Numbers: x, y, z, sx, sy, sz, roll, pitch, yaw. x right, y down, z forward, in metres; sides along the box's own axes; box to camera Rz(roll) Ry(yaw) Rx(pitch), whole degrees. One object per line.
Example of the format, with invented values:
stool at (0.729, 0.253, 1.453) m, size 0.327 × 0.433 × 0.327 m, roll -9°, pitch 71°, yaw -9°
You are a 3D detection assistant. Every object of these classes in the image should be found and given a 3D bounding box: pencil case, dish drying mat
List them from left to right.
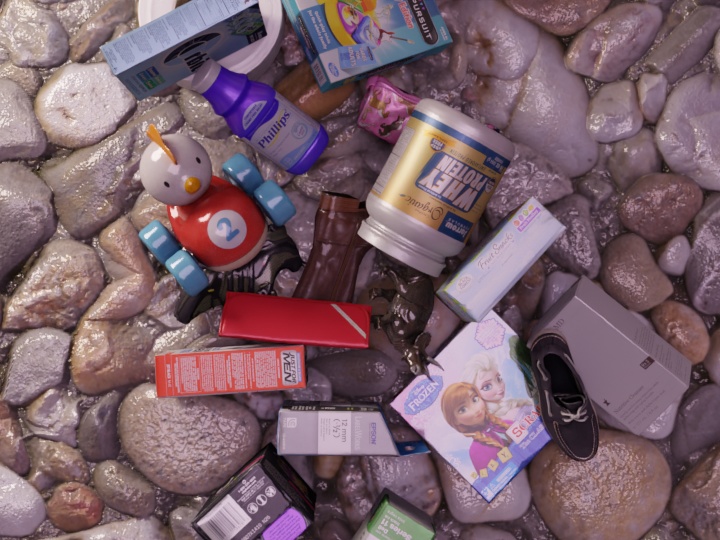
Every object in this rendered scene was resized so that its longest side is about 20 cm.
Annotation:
dish drying mat at (-0.086, 0.066, 1.497) m, size 0.200 × 0.018 × 0.077 m, roll 6°, pitch 51°, yaw -1°
pencil case at (0.092, -0.201, 1.558) m, size 0.200 × 0.083 × 0.087 m, roll 23°, pitch 99°, yaw 1°

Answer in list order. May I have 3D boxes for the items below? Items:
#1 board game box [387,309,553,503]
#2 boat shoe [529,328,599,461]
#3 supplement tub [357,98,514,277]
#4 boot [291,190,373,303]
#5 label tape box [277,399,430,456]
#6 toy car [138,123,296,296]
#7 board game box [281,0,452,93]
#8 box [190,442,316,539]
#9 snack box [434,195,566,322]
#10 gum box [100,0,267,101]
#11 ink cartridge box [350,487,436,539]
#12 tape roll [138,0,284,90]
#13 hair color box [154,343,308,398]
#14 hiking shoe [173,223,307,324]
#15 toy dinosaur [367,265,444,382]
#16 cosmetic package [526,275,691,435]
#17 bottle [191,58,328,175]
board game box at (0.178, 0.186, 1.569) m, size 0.200 × 0.041 × 0.200 m, roll 44°, pitch 88°, yaw 1°
boat shoe at (0.275, 0.179, 1.501) m, size 0.073 × 0.063 × 0.200 m, roll -17°, pitch 106°, yaw 10°
supplement tub at (0.096, -0.107, 1.453) m, size 0.145 × 0.145 × 0.200 m, roll 28°, pitch 97°, yaw 0°
boot at (0.000, 0.000, 1.564) m, size 0.186 × 0.064 × 0.200 m, roll 10°, pitch 101°, yaw -21°
label tape box at (-0.009, 0.213, 1.514) m, size 0.200 × 0.143 × 0.066 m, roll -1°, pitch 89°, yaw -1°
toy car at (-0.223, -0.107, 1.471) m, size 0.184 × 0.200 × 0.177 m, roll -40°, pitch 44°, yaw -8°
board game box at (0.009, -0.351, 1.548) m, size 0.200 × 0.047 × 0.151 m, roll -23°, pitch 89°, yaw -22°
box at (-0.137, 0.316, 1.480) m, size 0.122 × 0.200 × 0.106 m, roll -42°, pitch 89°, yaw -2°
snack box at (0.182, -0.011, 1.497) m, size 0.068 × 0.200 × 0.169 m, roll 43°, pitch 87°, yaw 0°
gum box at (-0.223, -0.298, 1.444) m, size 0.200 × 0.170 × 0.045 m, roll -27°, pitch 88°, yaw -1°
ink cartridge box at (0.014, 0.407, 1.508) m, size 0.083 × 0.147 × 0.200 m, roll 32°, pitch 87°, yaw 2°
tape roll at (-0.208, -0.353, 1.566) m, size 0.202 × 0.071 × 0.203 m, roll 0°, pitch 88°, yaw -2°
hair color box at (-0.173, 0.135, 1.531) m, size 0.200 × 0.111 × 0.064 m, roll -3°, pitch 89°, yaw -2°
hiking shoe at (-0.165, 0.023, 1.552) m, size 0.200 × 0.076 × 0.101 m, roll -38°, pitch 86°, yaw -3°
toy dinosaur at (0.063, 0.050, 1.550) m, size 0.102 × 0.077 × 0.200 m, roll 15°, pitch 73°, yaw -24°
cosmetic package at (0.343, 0.115, 1.535) m, size 0.200 × 0.081 × 0.113 m, roll 37°, pitch 119°, yaw 0°
bottle at (-0.139, -0.213, 1.524) m, size 0.200 × 0.065 × 0.084 m, roll 35°, pitch 98°, yaw -29°
